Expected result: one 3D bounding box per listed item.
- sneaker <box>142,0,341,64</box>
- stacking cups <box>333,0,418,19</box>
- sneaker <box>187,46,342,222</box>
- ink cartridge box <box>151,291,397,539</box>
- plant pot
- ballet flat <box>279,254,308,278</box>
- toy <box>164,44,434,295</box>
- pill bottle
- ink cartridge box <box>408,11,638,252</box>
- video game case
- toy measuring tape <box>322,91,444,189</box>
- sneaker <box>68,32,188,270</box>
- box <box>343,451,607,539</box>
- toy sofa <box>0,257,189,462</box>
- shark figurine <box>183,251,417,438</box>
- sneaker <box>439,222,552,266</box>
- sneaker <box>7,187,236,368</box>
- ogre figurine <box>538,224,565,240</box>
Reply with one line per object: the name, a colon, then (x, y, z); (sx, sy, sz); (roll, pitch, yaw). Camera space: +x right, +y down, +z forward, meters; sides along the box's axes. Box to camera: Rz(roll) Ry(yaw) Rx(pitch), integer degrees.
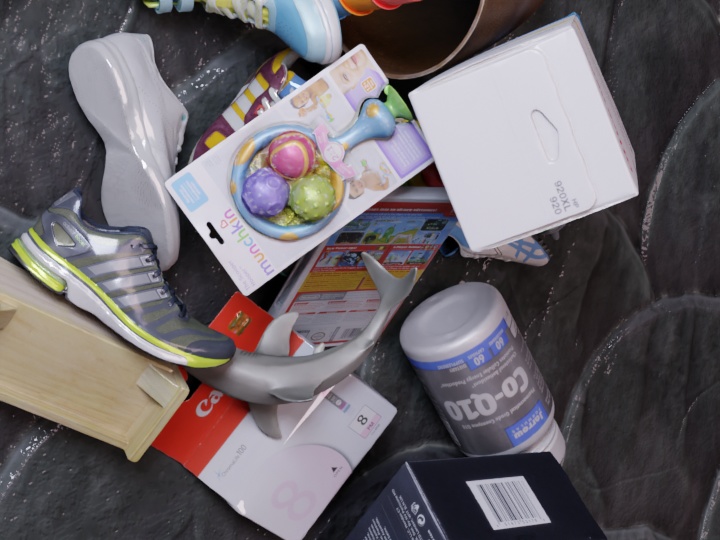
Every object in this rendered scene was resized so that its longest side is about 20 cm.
sneaker: (-0.113, -0.226, 1.031); (0.130, 0.200, 0.080); (-27, 152, -25)
stacking cups: (-0.010, -0.242, 1.074); (0.060, 0.200, 0.061); (-5, 98, -40)
sneaker: (-0.080, -0.126, 1.074); (0.075, 0.090, 0.200); (36, 55, -19)
ink cartridge box: (-0.083, 0.138, 1.140); (0.163, 0.057, 0.200); (-52, 129, -2)
plant pot: (0.092, -0.282, 1.182); (0.200, 0.187, 0.187); (-18, 107, -51)
ballet flat: (-0.026, -0.066, 1.171); (0.200, 0.068, 0.068); (-46, 136, -31)
toy: (-0.043, -0.082, 1.014); (0.200, 0.047, 0.115); (-37, 100, -8)
pill bottle: (0.130, 0.122, 1.285); (0.114, 0.114, 0.200); (-43, 119, -26)
ink cartridge box: (0.145, -0.123, 1.078); (0.147, 0.145, 0.200); (66, 15, -8)
video game case: (0.000, 0.000, 1.149); (0.143, 0.017, 0.200); (-1, 138, -38)
toy measuring tape: (0.028, -0.101, 1.115); (0.200, 0.074, 0.074); (15, 87, -49)
sneaker: (-0.174, -0.101, 1.054); (0.088, 0.075, 0.200); (-34, 119, -51)
box: (0.092, 0.283, 1.215); (0.196, 0.117, 0.200); (3, 133, -38)
toy sofa: (-0.246, 0.070, 1.016); (0.200, 0.098, 0.083); (30, 102, -37)
shark figurine: (-0.037, 0.080, 1.081); (0.214, 0.090, 0.128); (-23, 107, -6)
sneaker: (0.123, -0.039, 1.296); (0.200, 0.072, 0.073); (21, 111, -42)
sneaker: (-0.180, 0.010, 1.015); (0.200, 0.074, 0.081); (34, 91, -16)
ogre figurine: (0.174, -0.114, 1.288); (0.098, 0.200, 0.120); (-32, 138, 11)
